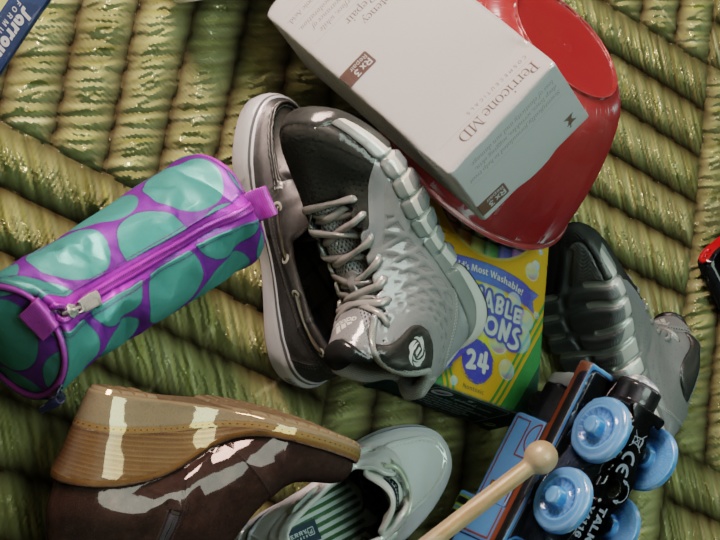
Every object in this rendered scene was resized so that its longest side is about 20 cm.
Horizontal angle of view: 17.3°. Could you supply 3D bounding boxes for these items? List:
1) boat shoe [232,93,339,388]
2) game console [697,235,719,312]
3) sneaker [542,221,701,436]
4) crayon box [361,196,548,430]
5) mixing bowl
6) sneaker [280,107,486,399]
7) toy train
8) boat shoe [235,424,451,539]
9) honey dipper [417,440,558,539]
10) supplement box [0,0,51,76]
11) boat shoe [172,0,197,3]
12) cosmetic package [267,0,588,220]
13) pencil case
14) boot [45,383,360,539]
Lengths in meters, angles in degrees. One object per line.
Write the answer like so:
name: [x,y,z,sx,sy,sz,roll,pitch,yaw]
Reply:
boat shoe: [-0.035,-0.024,1.570,0.069,0.057,0.200,-3,80,-42]
game console: [0.363,0.040,1.939,0.177,0.031,0.200,-34,101,-38]
sneaker: [0.197,0.039,1.759,0.115,0.075,0.200,-40,118,-47]
crayon box: [0.071,-0.002,1.664,0.126,0.052,0.200,21,64,-37]
mixing bowl: [0.107,-0.126,1.646,0.200,0.108,0.200,32,34,-25]
sneaker: [0.000,0.000,1.495,0.200,0.075,0.116,52,50,-23]
toy train: [0.129,0.154,1.596,0.087,0.114,0.200,32,82,-43]
boat shoe: [0.004,0.155,1.545,0.200,0.067,0.074,-32,96,-42]
honey dipper: [0.047,0.176,1.536,0.200,0.038,0.038,-36,105,-10]
supplement box: [-0.303,-0.158,1.265,0.200,0.200,0.134,44,52,-25]
boat shoe: [-0.053,-0.235,1.602,0.199,0.074,0.066,-23,106,-34]
cosmetic package: [0.041,-0.134,1.542,0.102,0.200,0.074,-46,144,-3]
pencil case: [-0.146,0.003,1.438,0.200,0.092,0.085,-36,103,-43]
boot: [-0.102,0.160,1.433,0.200,0.072,0.166,10,92,-31]
